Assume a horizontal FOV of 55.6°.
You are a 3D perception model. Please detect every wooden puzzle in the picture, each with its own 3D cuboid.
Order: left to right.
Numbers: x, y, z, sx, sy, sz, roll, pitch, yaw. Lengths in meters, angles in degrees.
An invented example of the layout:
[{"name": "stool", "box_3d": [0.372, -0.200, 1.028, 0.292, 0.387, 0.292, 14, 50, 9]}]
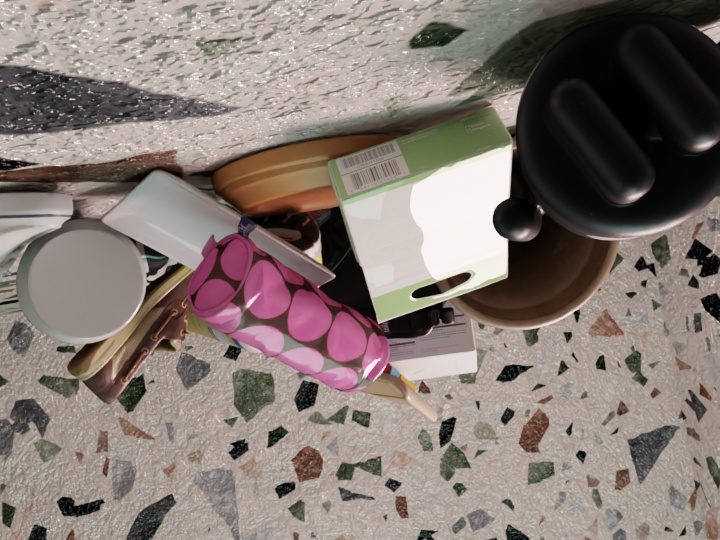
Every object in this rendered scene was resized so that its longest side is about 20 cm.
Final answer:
[{"name": "wooden puzzle", "box_3d": [-0.001, 0.139, 0.911, 0.199, 0.037, 0.185, 17, 165, 24]}]

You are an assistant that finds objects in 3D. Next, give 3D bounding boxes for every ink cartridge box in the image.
[{"name": "ink cartridge box", "box_3d": [0.061, -0.040, 0.615, 0.144, 0.048, 0.200, -19, 148, -1]}]

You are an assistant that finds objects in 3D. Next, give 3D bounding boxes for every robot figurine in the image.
[{"name": "robot figurine", "box_3d": [0.161, -0.079, 0.423, 0.149, 0.126, 0.200, 3, -178, 15]}]

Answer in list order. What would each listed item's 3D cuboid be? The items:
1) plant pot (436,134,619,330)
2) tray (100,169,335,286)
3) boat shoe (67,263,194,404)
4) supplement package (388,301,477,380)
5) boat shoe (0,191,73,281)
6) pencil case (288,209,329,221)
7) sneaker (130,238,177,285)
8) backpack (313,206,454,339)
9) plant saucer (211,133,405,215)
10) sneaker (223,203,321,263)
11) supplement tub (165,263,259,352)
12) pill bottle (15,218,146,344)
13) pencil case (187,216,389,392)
[{"name": "plant pot", "box_3d": [0.160, -0.054, 0.762, 0.198, 0.202, 0.175, -10, -165, -1]}, {"name": "tray", "box_3d": [-0.128, -0.027, 0.639, 0.199, 0.022, 0.107, 32, 139, -33]}, {"name": "boat shoe", "box_3d": [-0.228, 0.062, 0.760, 0.072, 0.072, 0.200, -19, -155, 44]}, {"name": "supplement package", "box_3d": [0.083, 0.047, 1.005, 0.149, 0.202, 0.152, -8, 160, 7]}, {"name": "boat shoe", "box_3d": [-0.318, -0.020, 0.573, 0.199, 0.066, 0.073, -11, 178, 26]}, {"name": "pencil case", "box_3d": [-0.056, -0.053, 0.998, 0.086, 0.083, 0.200, 30, -166, 18]}, {"name": "sneaker", "box_3d": [-0.307, -0.017, 0.876, 0.111, 0.074, 0.200, -6, 167, -29]}, {"name": "backpack", "box_3d": [0.000, 0.000, 0.837, 0.190, 0.201, 0.154, -30, -176, 24]}, {"name": "plant saucer", "box_3d": [-0.039, -0.085, 0.645, 0.198, 0.038, 0.200, -11, 179, 0]}, {"name": "sneaker", "box_3d": [-0.127, -0.014, 0.750, 0.199, 0.091, 0.078, 12, -128, 27]}, {"name": "supplement tub", "box_3d": [-0.202, 0.028, 0.999, 0.199, 0.146, 0.144, 13, -170, 26]}, {"name": "pill bottle", "box_3d": [-0.273, 0.009, 0.668, 0.116, 0.117, 0.200, -10, -175, -24]}, {"name": "pencil case", "box_3d": [-0.062, 0.040, 0.635, 0.200, 0.091, 0.094, 39, -179, -39]}]
